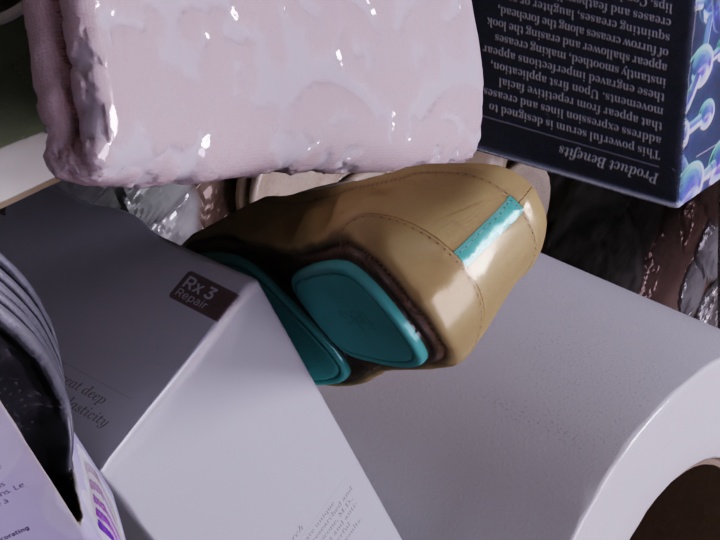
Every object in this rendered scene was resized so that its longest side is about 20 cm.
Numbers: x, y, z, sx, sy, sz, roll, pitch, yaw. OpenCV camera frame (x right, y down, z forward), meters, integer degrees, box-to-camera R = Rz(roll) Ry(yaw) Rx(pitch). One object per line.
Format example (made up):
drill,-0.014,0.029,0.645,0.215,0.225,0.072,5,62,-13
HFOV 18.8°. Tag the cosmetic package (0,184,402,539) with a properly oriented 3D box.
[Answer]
cosmetic package,-0.064,0.066,0.728,0.081,0.113,0.200,-53,143,-19

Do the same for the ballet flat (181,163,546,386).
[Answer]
ballet flat,0.000,0.000,0.678,0.063,0.200,0.069,-43,106,-17

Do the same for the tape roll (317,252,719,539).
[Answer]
tape roll,0.069,0.099,0.878,0.203,0.139,0.203,-32,135,-39

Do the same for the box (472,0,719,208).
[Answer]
box,0.120,-0.149,0.838,0.148,0.107,0.200,-31,131,-46

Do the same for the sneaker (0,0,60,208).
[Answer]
sneaker,-0.084,-0.085,0.643,0.200,0.067,0.090,-32,135,-41

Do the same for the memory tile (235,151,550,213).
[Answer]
memory tile,0.005,-0.009,0.863,0.153,0.017,0.200,-61,146,-6

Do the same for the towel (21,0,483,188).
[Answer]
towel,-0.035,-0.121,0.647,0.200,0.032,0.191,-8,88,-55

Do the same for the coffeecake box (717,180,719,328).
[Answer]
coffeecake box,0.206,-0.015,0.972,0.154,0.073,0.200,95,2,-54

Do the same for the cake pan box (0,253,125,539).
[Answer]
cake pan box,-0.169,0.058,0.540,0.200,0.052,0.184,-22,140,1
